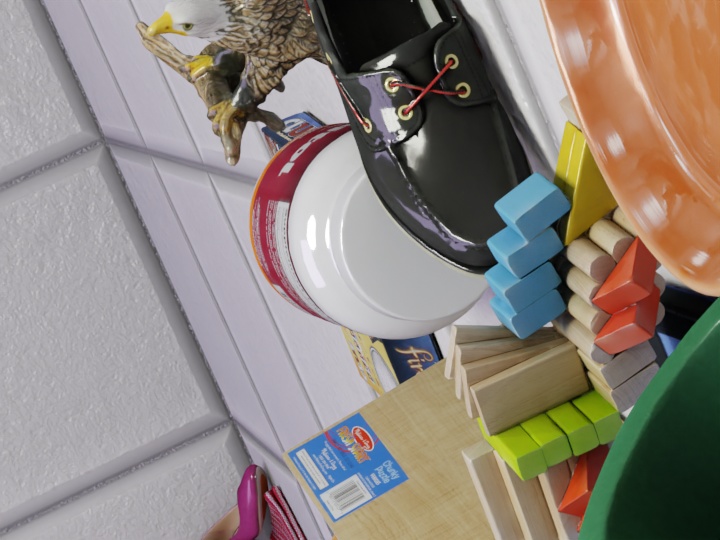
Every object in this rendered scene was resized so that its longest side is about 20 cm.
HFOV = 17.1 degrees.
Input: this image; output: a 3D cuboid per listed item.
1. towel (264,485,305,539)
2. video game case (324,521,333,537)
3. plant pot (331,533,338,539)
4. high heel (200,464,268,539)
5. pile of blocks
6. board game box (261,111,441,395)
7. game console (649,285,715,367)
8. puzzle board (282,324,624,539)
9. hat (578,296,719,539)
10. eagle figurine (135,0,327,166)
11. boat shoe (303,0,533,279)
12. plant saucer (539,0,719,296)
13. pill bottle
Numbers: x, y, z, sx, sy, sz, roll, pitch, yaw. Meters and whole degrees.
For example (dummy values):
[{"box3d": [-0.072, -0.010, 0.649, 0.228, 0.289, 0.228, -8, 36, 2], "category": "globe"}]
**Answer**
[{"box3d": [-0.079, 0.360, 3.003, 0.145, 0.022, 0.200, 60, 169, 19], "category": "towel"}, {"box3d": [0.001, 0.284, 2.371, 0.200, 0.022, 0.182, 65, 171, -3], "category": "video game case"}, {"box3d": [0.088, 0.199, 1.236, 0.140, 0.200, 0.200, 8, 125, 59], "category": "plant pot"}, {"box3d": [-0.168, 0.315, 3.039, 0.067, 0.096, 0.200, -77, -7, -49], "category": "high heel"}, {"box3d": [0.084, 0.025, 0.937, 0.062, 0.082, 0.200, -135, 46, -65], "category": "pile of blocks"}, {"box3d": [0.000, 0.000, 1.608, 0.200, 0.035, 0.135, 68, 170, -22], "category": "board game box"}, {"box3d": [0.129, 0.112, 0.947, 0.171, 0.118, 0.200, 66, 170, -11], "category": "game console"}, {"box3d": [0.057, 0.104, 1.214, 0.017, 0.151, 0.200, 63, 172, -29], "category": "puzzle board"}, {"box3d": [0.182, 0.093, 0.766, 0.176, 0.166, 0.200, 36, 162, -11], "category": "hat"}, {"box3d": [-0.053, -0.160, 1.309, 0.152, 0.151, 0.200, 25, 127, 4], "category": "eagle figurine"}, {"box3d": [0.024, -0.087, 1.134, 0.063, 0.074, 0.201, 66, 179, -66], "category": "boat shoe"}, {"box3d": [0.101, -0.091, 0.776, 0.200, 0.032, 0.200, 163, 90, -78], "category": "plant saucer"}, {"box3d": [0.011, -0.023, 1.259, 0.113, 0.113, 0.200, 66, 170, -8], "category": "pill bottle"}]
